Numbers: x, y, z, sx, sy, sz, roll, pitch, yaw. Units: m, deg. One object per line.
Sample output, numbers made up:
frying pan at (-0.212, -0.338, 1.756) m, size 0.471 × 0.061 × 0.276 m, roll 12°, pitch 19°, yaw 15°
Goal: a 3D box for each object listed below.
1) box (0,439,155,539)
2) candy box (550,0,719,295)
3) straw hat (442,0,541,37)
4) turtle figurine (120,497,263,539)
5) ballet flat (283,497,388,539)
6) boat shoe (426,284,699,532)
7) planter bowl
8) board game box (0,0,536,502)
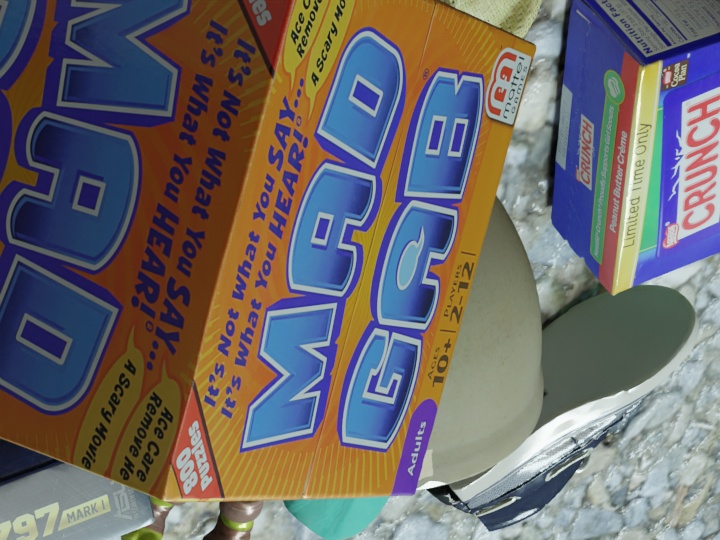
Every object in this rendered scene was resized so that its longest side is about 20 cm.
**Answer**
box at (-0.204, 0.090, 0.987) m, size 0.157 × 0.200 × 0.051 m, roll -20°, pitch 112°, yaw -20°
candy box at (0.214, -0.098, 1.215) m, size 0.199 × 0.077 × 0.170 m, roll -19°, pitch 137°, yaw -20°
straw hat at (0.041, -0.142, 1.036) m, size 0.200 × 0.085 × 0.202 m, roll -21°, pitch 138°, yaw -20°
turtle figurine at (-0.079, 0.093, 1.190) m, size 0.199 × 0.065 × 0.162 m, roll 13°, pitch 125°, yaw -28°
ballet flat at (0.006, 0.032, 0.953) m, size 0.067 × 0.070 × 0.201 m, roll 13°, pitch 99°, yaw -11°
boat shoe at (0.131, 0.088, 1.346) m, size 0.200 × 0.075 × 0.093 m, roll -32°, pitch 147°, yaw 4°
planter bowl at (0.000, 0.000, 1.068) m, size 0.200 × 0.200 × 0.135 m, roll -12°, pitch 124°, yaw -27°
board game box at (-0.079, -0.033, 0.858) m, size 0.200 × 0.199 × 0.201 m, roll 10°, pitch 95°, yaw -61°
